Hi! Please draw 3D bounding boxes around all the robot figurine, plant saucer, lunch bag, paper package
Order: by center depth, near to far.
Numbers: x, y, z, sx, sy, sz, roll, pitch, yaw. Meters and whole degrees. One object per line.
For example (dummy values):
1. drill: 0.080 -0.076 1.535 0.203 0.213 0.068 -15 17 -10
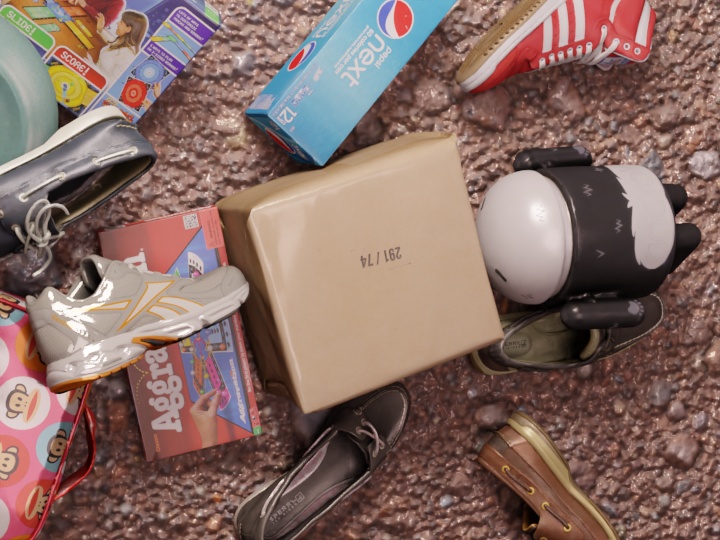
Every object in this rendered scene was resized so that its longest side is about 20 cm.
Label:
1. plant saucer: -0.332 -0.112 1.299 0.200 0.036 0.200 -5 110 -15
2. lunch bag: -0.292 0.119 1.340 0.176 0.082 0.200 22 87 -23
3. paper package: 0.000 0.000 1.434 0.200 0.103 0.191 -20 103 -20
4. robot figurine: 0.199 -0.031 1.501 0.200 0.150 0.125 -4 114 -22

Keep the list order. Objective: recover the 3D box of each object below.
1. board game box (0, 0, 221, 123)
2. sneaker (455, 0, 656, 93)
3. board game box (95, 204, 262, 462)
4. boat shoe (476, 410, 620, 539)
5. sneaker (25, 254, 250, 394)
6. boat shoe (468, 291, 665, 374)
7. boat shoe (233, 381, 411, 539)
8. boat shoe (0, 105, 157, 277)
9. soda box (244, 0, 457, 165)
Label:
1. board game box: -0.228 -0.209 1.325 0.200 0.034 0.135 38 107 -22
2. sneaker: 0.183 -0.198 1.502 0.200 0.071 0.113 -43 106 -14
3. board game box: -0.152 0.053 1.417 0.103 0.019 0.200 -13 101 -12
4. boat shoe: 0.179 0.224 1.551 0.068 0.072 0.200 -38 102 -8
5. sneaker: -0.174 0.021 1.334 0.200 0.076 0.092 -26 92 -42
6. boat shoe: 0.199 0.058 1.538 0.201 0.066 0.072 -11 99 -20
7. boat shoe: -0.023 0.174 1.467 0.200 0.057 0.067 -42 109 -12
8. boat shoe: -0.248 -0.048 1.309 0.200 0.075 0.062 -36 64 -20
9. soda box: -0.005 -0.185 1.431 0.068 0.064 0.200 42 80 -21
